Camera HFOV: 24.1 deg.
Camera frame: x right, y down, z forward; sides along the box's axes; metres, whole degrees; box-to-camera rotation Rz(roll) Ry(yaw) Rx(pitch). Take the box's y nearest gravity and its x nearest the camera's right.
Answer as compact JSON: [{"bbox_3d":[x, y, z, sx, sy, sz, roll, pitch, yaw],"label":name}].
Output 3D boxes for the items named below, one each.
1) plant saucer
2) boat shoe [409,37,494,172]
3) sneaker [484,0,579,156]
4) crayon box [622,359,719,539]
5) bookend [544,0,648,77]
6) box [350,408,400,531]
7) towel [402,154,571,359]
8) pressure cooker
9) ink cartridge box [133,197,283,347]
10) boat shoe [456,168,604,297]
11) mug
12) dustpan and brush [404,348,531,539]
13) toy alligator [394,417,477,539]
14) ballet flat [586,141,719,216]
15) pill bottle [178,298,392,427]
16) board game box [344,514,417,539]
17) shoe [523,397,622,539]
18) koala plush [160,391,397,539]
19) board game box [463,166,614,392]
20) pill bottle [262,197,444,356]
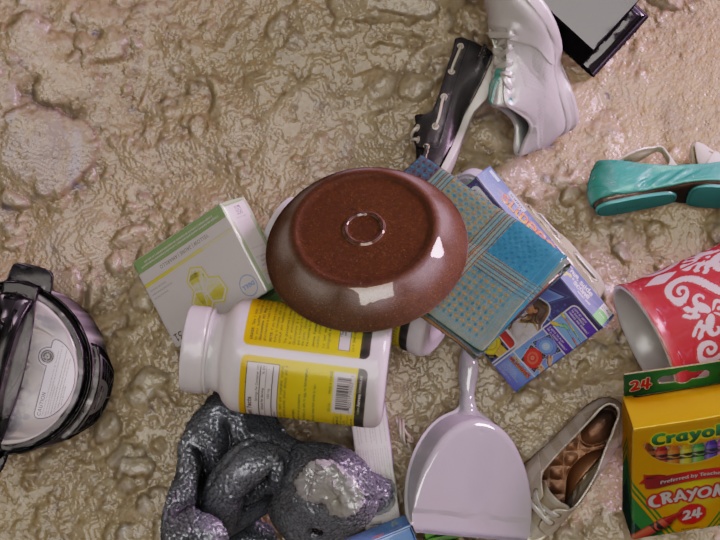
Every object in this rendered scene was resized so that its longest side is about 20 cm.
[{"bbox_3d":[0.005,-0.032,1.633,0.199,0.037,0.201,-3,53,3],"label":"plant saucer"},{"bbox_3d":[0.085,-0.151,1.765,0.060,0.074,0.201,26,84,1],"label":"boat shoe"},{"bbox_3d":[0.159,-0.208,1.723,0.088,0.075,0.201,-36,120,-20],"label":"sneaker"},{"bbox_3d":[0.329,0.181,1.698,0.126,0.051,0.201,-9,130,0],"label":"crayon box"},{"bbox_3d":[0.206,-0.312,1.711,0.199,0.200,0.092,43,88,3],"label":"bookend"},{"bbox_3d":[0.013,0.190,1.763,0.041,0.039,0.201,-9,87,-1],"label":"box"},{"bbox_3d":[0.088,-0.016,1.654,0.200,0.022,0.147,37,66,25],"label":"towel"},{"bbox_3d":[-0.349,0.100,1.687,0.178,0.200,0.176,-29,87,-2],"label":"pressure cooker"},{"bbox_3d":[-0.132,0.045,1.732,0.145,0.048,0.201,-30,85,35],"label":"ink cartridge box"},{"bbox_3d":[0.175,-0.029,1.769,0.200,0.062,0.072,50,133,2],"label":"boat shoe"},{"bbox_3d":[0.383,0.046,1.748,0.199,0.178,0.134,-26,49,-6],"label":"mug"},{"bbox_3d":[0.113,0.171,1.728,0.139,0.057,0.201,8,84,-20],"label":"dustpan and brush"},{"bbox_3d":[0.086,0.244,1.750,0.054,0.059,0.201,-14,87,-1],"label":"toy alligator"},{"bbox_3d":[0.336,-0.101,1.769,0.199,0.067,0.071,-3,73,-2],"label":"ballet flat"},{"bbox_3d":[-0.072,0.087,1.640,0.199,0.112,0.113,7,87,2],"label":"pill bottle"},{"bbox_3d":[0.015,0.368,1.725,0.151,0.037,0.201,-21,106,0],"label":"board game box"},{"bbox_3d":[0.207,0.212,1.755,0.070,0.053,0.200,38,87,2],"label":"shoe"},{"bbox_3d":[-0.071,0.214,1.679,0.199,0.177,0.185,5,80,20],"label":"koala plush"},{"bbox_3d":[0.147,0.010,1.737,0.200,0.034,0.135,51,126,1],"label":"board game box"},{"bbox_3d":[0.000,0.000,1.726,0.199,0.111,0.112,24,87,17],"label":"pill bottle"}]
